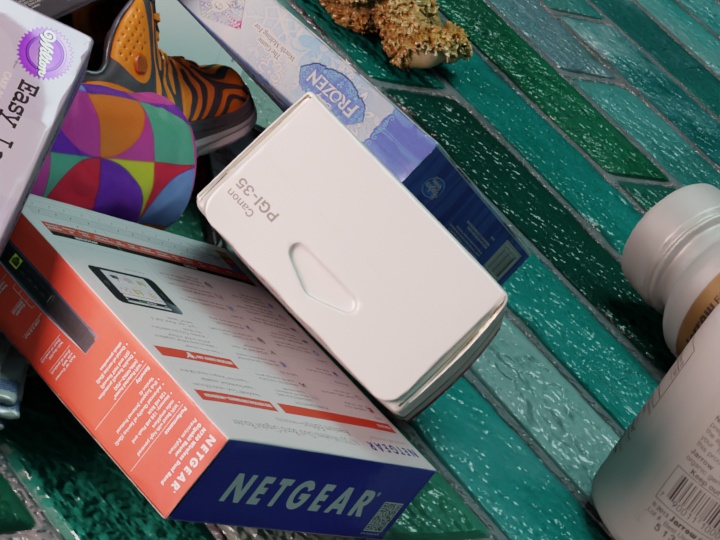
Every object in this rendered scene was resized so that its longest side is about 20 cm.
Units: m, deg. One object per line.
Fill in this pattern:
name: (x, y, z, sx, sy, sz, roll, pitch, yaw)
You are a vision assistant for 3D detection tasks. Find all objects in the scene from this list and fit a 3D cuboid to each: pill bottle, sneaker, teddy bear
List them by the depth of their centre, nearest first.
pill bottle: (0.226, 0.077, 1.293, 0.114, 0.200, 0.114, 27, 24, -13)
sneaker: (-0.119, -0.120, 1.361, 0.077, 0.112, 0.200, -8, 15, 17)
pill bottle: (0.266, 0.036, 1.552, 0.114, 0.115, 0.200, 7, 34, -45)
teddy bear: (0.006, -0.223, 1.799, 0.200, 0.067, 0.145, 45, 24, 25)

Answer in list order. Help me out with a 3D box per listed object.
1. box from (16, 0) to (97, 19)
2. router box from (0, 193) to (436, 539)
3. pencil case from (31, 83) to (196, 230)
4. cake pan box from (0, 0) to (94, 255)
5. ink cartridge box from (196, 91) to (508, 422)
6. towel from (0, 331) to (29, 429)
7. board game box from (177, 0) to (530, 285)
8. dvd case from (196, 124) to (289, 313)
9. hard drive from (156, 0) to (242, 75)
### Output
box: (-0.187, -0.167, 1.313, 0.200, 0.035, 0.110, -29, 26, -32)
router box: (-0.078, 0.048, 1.128, 0.180, 0.049, 0.200, 46, 14, 28)
pencil case: (-0.176, -0.055, 1.172, 0.200, 0.089, 0.088, 1, 38, -46)
cake pan box: (-0.236, -0.058, 1.033, 0.184, 0.052, 0.200, 27, 67, -8)
ink cartridge box: (0.000, 0.000, 1.209, 0.147, 0.083, 0.200, 46, -2, 5)
towel: (-0.220, 0.000, 1.132, 0.147, 0.024, 0.200, 25, 22, -10)
board game box: (-0.004, -0.086, 1.396, 0.199, 0.043, 0.200, 44, 0, 26)
dvd case: (-0.032, -0.025, 1.418, 0.146, 0.022, 0.200, 23, 23, -21)
hard drive: (-0.169, -0.172, 1.532, 0.200, 0.026, 0.132, 29, 23, -9)
